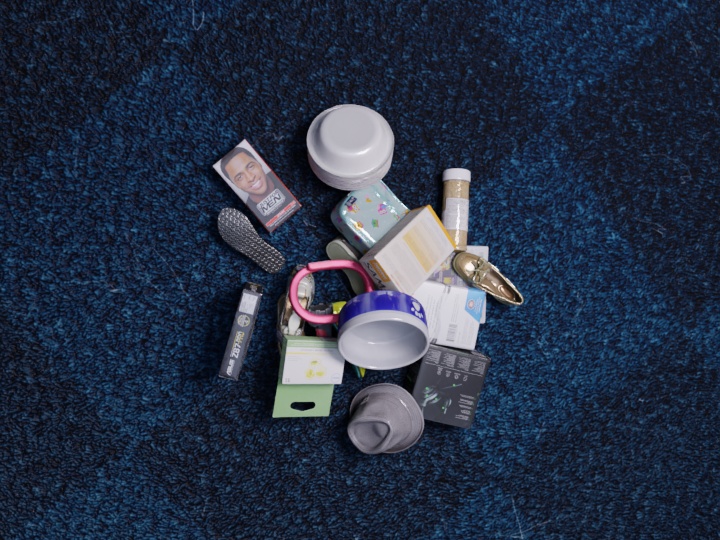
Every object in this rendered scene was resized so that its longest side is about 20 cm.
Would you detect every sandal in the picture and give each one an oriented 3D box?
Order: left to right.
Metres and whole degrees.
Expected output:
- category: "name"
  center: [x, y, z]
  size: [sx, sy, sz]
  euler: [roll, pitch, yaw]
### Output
- category: "sandal"
  center: [-0.267, -0.069, 1.260]
  size: [0.075, 0.048, 0.200]
  euler: [-44, 111, -4]
- category: "sandal"
  center: [-0.166, 0.153, 1.282]
  size: [0.080, 0.054, 0.200]
  euler: [-7, 96, -7]

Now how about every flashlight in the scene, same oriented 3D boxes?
- category: "flashlight"
  center: [-0.098, 0.180, 1.263]
  size: [0.068, 0.068, 0.200]
  euler: [2, 109, 17]

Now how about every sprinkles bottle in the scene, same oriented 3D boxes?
- category: "sprinkles bottle"
  center: [0.233, -0.146, 1.293]
  size: [0.068, 0.068, 0.200]
  euler: [3, 87, -8]

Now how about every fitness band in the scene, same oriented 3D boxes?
- category: "fitness band"
  center: [-0.066, 0.049, 1.212]
  size: [0.200, 0.037, 0.144]
  euler: [-5, 85, -18]

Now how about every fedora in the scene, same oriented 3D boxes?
- category: "fedora"
  center: [0.043, 0.373, 1.264]
  size: [0.200, 0.090, 0.177]
  euler: [-27, 90, 33]

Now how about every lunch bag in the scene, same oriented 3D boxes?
- category: "lunch bag"
  center: [0.039, -0.121, 1.259]
  size: [0.200, 0.077, 0.160]
  euler: [46, 67, -11]

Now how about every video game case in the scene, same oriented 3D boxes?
- category: "video game case"
  center: [0.233, 0.036, 1.344]
  size: [0.182, 0.023, 0.200]
  euler: [1, 95, -8]

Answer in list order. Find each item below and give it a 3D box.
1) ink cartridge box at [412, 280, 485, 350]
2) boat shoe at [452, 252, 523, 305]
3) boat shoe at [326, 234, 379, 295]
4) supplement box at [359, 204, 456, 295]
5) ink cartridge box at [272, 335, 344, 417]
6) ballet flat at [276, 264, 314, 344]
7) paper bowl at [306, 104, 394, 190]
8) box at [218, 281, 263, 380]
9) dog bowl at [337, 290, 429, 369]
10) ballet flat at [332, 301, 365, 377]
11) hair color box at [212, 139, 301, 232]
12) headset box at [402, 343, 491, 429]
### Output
- category: "ink cartridge box"
  center: [0.187, 0.101, 1.287]
  size: [0.200, 0.086, 0.147]
  euler: [10, 94, -4]
- category: "boat shoe"
  center: [0.321, 0.019, 1.310]
  size: [0.200, 0.063, 0.073]
  euler: [31, 91, -9]
- category: "boat shoe"
  center: [0.000, 0.000, 1.285]
  size: [0.072, 0.061, 0.201]
  euler: [-31, 101, 34]
- category: "supplement box"
  center: [0.110, -0.039, 1.197]
  size: [0.200, 0.074, 0.126]
  euler: [-43, 107, -26]
- category: "ink cartridge box"
  center: [-0.118, 0.253, 1.214]
  size: [0.145, 0.048, 0.200]
  euler: [6, 97, -23]
- category: "ballet flat"
  center: [-0.147, 0.079, 1.241]
  size: [0.072, 0.072, 0.201]
  euler: [14, 76, -9]
- category: "paper bowl"
  center: [-0.023, -0.293, 1.204]
  size: [0.200, 0.104, 0.201]
  euler: [1, 70, -2]
- category: "box"
  center: [-0.271, 0.133, 1.212]
  size: [0.049, 0.161, 0.200]
  euler: [16, 94, -8]
- category: "dog bowl"
  center: [0.049, 0.134, 1.157]
  size: [0.200, 0.079, 0.200]
  euler: [-1, 139, -1]
- category: "ballet flat"
  center: [-0.018, 0.166, 1.300]
  size: [0.067, 0.067, 0.200]
  euler: [-27, 96, -12]
- category: "hair color box"
  center: [-0.241, -0.196, 1.240]
  size: [0.101, 0.061, 0.200]
  euler: [-41, 98, -2]
- category: "headset box"
  center: [0.208, 0.286, 1.324]
  size: [0.174, 0.093, 0.200]
  euler: [14, 93, -9]
